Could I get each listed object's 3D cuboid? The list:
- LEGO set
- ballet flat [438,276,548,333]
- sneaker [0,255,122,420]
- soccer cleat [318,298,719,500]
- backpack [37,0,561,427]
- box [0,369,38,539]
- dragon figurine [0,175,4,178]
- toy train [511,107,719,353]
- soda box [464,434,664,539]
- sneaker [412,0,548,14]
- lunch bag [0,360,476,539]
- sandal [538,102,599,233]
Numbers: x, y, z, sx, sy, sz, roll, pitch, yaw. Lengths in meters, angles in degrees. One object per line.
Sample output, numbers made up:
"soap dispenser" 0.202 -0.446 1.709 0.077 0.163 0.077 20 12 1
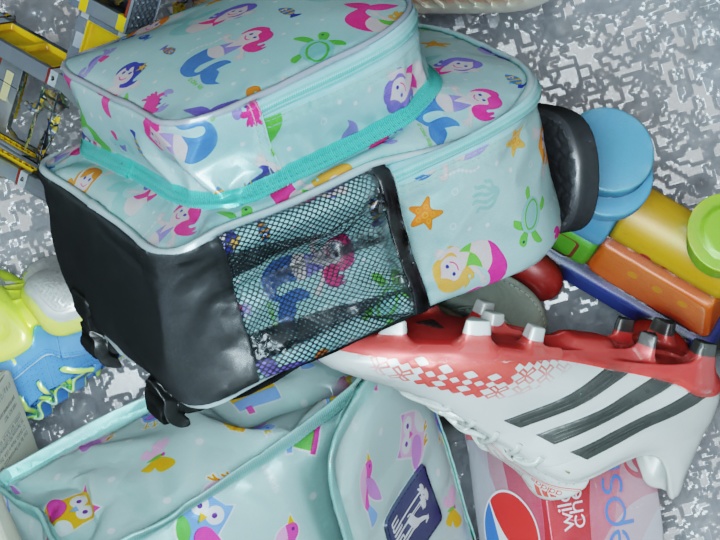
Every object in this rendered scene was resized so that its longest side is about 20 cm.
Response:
"LEGO set" -0.125 -0.124 1.218 0.116 0.154 0.200 30 122 24
"ballet flat" 0.000 0.000 1.279 0.200 0.064 0.067 27 132 23
"sneaker" -0.166 0.049 1.291 0.200 0.076 0.105 0 103 10
"soccer cleat" 0.070 0.059 1.180 0.200 0.069 0.085 6 102 -27
"backpack" -0.022 -0.043 1.118 0.200 0.178 0.151 -17 113 -22
"box" -0.179 0.153 1.253 0.082 0.068 0.200 -13 109 15
"dragon figurine" -0.242 -0.035 1.291 0.200 0.099 0.059 -11 89 -17
"toy train" 0.165 -0.001 1.236 0.200 0.116 0.085 31 72 2
"soda box" 0.104 0.151 1.265 0.070 0.063 0.200 -9 92 -31
"sneaker" 0.011 -0.169 1.279 0.200 0.080 0.071 6 132 18
"lunch bag" -0.038 0.129 1.222 0.200 0.122 0.171 -28 120 -17
"sandal" 0.054 -0.055 1.233 0.045 0.200 0.075 -11 107 -33
